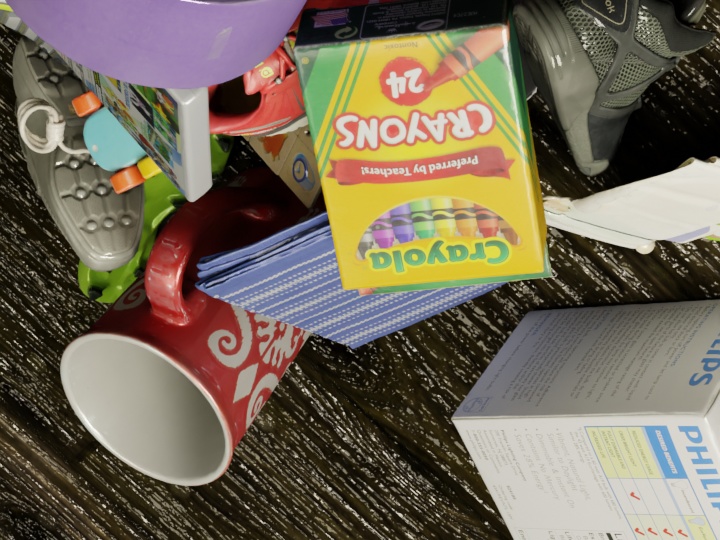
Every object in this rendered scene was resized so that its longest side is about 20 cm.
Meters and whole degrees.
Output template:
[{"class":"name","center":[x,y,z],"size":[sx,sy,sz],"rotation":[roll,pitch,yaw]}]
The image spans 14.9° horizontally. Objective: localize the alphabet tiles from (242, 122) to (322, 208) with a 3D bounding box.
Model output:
[{"class":"alphabet tiles","center":[-0.038,-0.144,1.720],"size":[0.200,0.006,0.167],"rotation":[48,129,27]}]

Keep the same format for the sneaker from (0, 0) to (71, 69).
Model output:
[{"class":"sneaker","center":[-0.218,-0.177,1.868],"size":[0.199,0.074,0.081],"rotation":[11,138,33]}]

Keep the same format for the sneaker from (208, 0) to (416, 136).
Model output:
[{"class":"sneaker","center":[-0.034,-0.129,1.653],"size":[0.200,0.085,0.077],"rotation":[-36,73,43]}]

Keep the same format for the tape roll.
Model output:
[{"class":"tape roll","center":[-0.112,-0.208,1.548],"size":[0.200,0.200,0.085],"rotation":[37,141,1]}]

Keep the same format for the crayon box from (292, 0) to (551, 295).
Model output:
[{"class":"crayon box","center":[0.041,-0.062,1.622],"size":[0.126,0.051,0.201],"rotation":[-6,123,10]}]

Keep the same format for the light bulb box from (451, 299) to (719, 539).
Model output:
[{"class":"light bulb box","center":[0.201,0.132,1.801],"size":[0.199,0.125,0.199],"rotation":[-4,125,39]}]

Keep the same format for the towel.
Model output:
[{"class":"towel","center":[0.000,0.000,1.785],"size":[0.144,0.024,0.200],"rotation":[-23,157,25]}]

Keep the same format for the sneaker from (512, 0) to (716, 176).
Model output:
[{"class":"sneaker","center":[0.157,-0.124,1.618],"size":[0.200,0.114,0.076],"rotation":[66,178,-66]}]

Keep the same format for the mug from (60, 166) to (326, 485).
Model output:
[{"class":"mug","center":[-0.086,0.022,1.856],"size":[0.133,0.200,0.178],"rotation":[40,141,-2]}]

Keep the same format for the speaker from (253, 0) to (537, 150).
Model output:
[{"class":"speaker","center":[0.020,-0.119,1.727],"size":[0.199,0.081,0.081],"rotation":[-17,117,46]}]

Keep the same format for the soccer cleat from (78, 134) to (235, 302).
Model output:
[{"class":"soccer cleat","center":[-0.150,-0.061,1.932],"size":[0.067,0.081,0.200],"rotation":[14,130,-28]}]

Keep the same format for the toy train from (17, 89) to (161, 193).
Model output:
[{"class":"toy train","center":[-0.150,-0.153,1.773],"size":[0.150,0.056,0.201],"rotation":[32,124,22]}]

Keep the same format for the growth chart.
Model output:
[{"class":"growth chart","center":[0.204,-0.041,1.657],"size":[0.144,0.018,0.199],"rotation":[17,158,-41]}]

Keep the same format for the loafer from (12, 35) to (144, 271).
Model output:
[{"class":"loafer","center":[-0.194,-0.076,1.884],"size":[0.070,0.070,0.201],"rotation":[108,150,-50]}]

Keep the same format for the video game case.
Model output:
[{"class":"video game case","center":[-0.155,-0.139,1.655],"size":[0.182,0.022,0.200],"rotation":[48,168,9]}]
